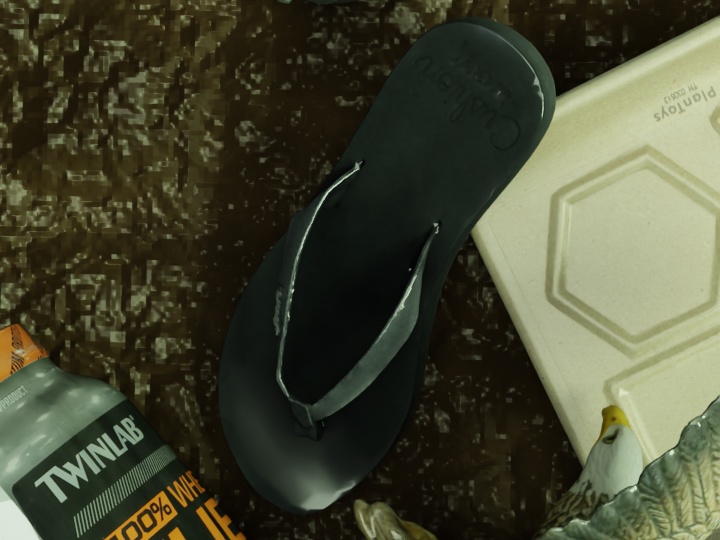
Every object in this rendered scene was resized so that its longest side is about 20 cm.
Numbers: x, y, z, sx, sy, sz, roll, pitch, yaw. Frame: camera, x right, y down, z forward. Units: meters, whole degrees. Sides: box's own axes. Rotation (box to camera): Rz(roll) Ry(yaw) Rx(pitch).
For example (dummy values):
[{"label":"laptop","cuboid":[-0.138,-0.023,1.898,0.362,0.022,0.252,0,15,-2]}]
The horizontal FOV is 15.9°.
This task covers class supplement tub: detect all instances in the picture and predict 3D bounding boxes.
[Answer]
[{"label":"supplement tub","cuboid":[-0.095,0.125,0.920,0.122,0.123,0.200,-41,89,5]}]

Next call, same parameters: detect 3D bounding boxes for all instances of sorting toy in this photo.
[{"label":"sorting toy","cuboid":[0.153,0.008,0.941,0.184,0.036,0.201,-26,94,6]}]

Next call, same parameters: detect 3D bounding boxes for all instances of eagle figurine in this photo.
[{"label":"eagle figurine","cuboid":[0.098,0.102,0.872,0.199,0.151,0.152,-11,78,26]}]

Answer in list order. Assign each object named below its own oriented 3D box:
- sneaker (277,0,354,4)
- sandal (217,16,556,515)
[{"label":"sneaker","cuboid":[0.019,-0.146,0.936,0.198,0.072,0.073,-4,47,14]},{"label":"sandal","cuboid":[0.000,-0.001,0.926,0.076,0.043,0.201,29,111,12]}]
